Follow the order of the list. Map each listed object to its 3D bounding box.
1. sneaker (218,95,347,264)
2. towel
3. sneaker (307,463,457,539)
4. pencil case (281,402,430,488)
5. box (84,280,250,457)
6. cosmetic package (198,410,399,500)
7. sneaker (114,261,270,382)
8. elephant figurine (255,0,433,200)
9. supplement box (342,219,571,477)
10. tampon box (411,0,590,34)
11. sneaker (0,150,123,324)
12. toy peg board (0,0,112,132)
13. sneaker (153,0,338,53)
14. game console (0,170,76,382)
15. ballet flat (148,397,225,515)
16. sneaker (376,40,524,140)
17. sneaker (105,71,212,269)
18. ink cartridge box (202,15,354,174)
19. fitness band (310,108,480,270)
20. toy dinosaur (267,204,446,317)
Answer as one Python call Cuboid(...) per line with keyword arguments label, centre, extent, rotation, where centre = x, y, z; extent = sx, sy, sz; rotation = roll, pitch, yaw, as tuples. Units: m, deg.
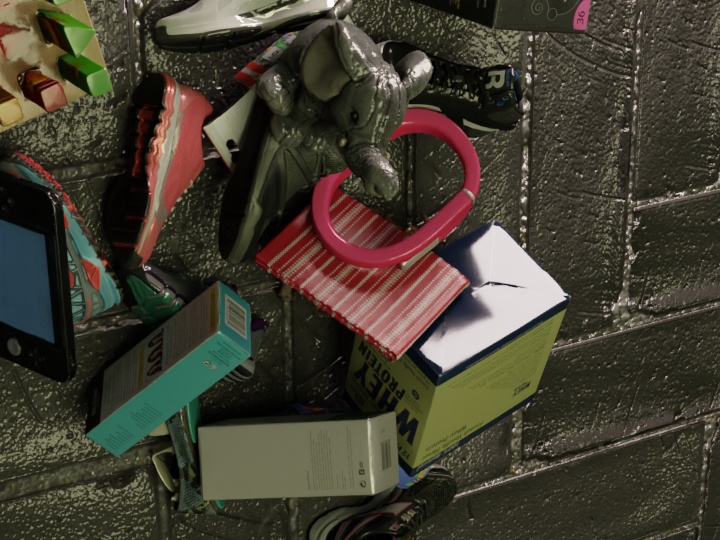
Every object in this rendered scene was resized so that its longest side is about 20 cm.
Cuboid(label="sneaker", centre=(-0.075, -0.093, 1.621), extent=(0.113, 0.076, 0.202), rotation=(18, 93, -30))
Cuboid(label="towel", centre=(0.000, 0.000, 1.675), extent=(0.145, 0.199, 0.023), rotation=(-44, 161, -33))
Cuboid(label="sneaker", centre=(0.041, 0.312, 1.898), extent=(0.199, 0.086, 0.081), rotation=(-29, 122, -21))
Cuboid(label="pencil case", centre=(-0.008, 0.209, 1.832), extent=(0.198, 0.078, 0.088), rotation=(11, 75, -34))
Cuboid(label="box", centre=(-0.199, 0.103, 1.616), extent=(0.199, 0.083, 0.049), rotation=(-37, 123, 23))
Cuboid(label="cosmetic package", centre=(-0.066, 0.202, 1.701), extent=(0.107, 0.197, 0.086), rotation=(-1, 88, -74))
Cuboid(label="sneaker", centre=(-0.181, 0.033, 1.683), extent=(0.200, 0.074, 0.088), rotation=(45, 53, -32))
Cuboid(label="elephant figurine", centre=(0.002, -0.169, 1.495), extent=(0.141, 0.199, 0.157), rotation=(-29, 110, -26))
Cuboid(label="supplement box", centre=(0.104, 0.089, 1.766), extent=(0.199, 0.134, 0.201), rotation=(-28, 150, -28))
Cuboid(label="tampon box", centre=(0.145, -0.344, 1.650), extent=(0.125, 0.200, 0.152), rotation=(-3, 110, -31))
Cuboid(label="sneaker", centre=(-0.316, -0.023, 1.556), extent=(0.095, 0.079, 0.201), rotation=(-34, 120, -11))
Cuboid(label="toy peg board", centre=(-0.338, -0.221, 1.456), extent=(0.198, 0.098, 0.202), rotation=(-27, 120, -21))
Cuboid(label="sneaker", centre=(-0.124, -0.294, 1.596), extent=(0.198, 0.076, 0.117), rotation=(-15, 89, -13))
Cuboid(label="game console", centre=(-0.374, 0.014, 1.498), extent=(0.116, 0.174, 0.203), rotation=(-28, 126, -46))
Cuboid(label="ballet flat", centre=(-0.201, 0.186, 1.716), extent=(0.074, 0.074, 0.202), rotation=(-21, 115, -24))
Cuboid(label="sneaker", centre=(0.109, -0.212, 1.715), extent=(0.199, 0.111, 0.074), rotation=(26, 59, -48))
Cuboid(label="sneaker", centre=(-0.197, -0.095, 1.599), extent=(0.086, 0.073, 0.203), rotation=(12, 92, -42))
Cuboid(label="ink cartridge box", centre=(-0.077, -0.180, 1.665), extent=(0.200, 0.050, 0.109), rotation=(-41, 125, -12))
Cuboid(label="fitness band", centre=(0.038, -0.087, 1.681), extent=(0.200, 0.144, 0.037), rotation=(-40, 165, -13))
Cuboid(label="toy dinosaur", centre=(-0.017, -0.020, 1.744), extent=(0.198, 0.086, 0.137), rotation=(11, 99, -27))
